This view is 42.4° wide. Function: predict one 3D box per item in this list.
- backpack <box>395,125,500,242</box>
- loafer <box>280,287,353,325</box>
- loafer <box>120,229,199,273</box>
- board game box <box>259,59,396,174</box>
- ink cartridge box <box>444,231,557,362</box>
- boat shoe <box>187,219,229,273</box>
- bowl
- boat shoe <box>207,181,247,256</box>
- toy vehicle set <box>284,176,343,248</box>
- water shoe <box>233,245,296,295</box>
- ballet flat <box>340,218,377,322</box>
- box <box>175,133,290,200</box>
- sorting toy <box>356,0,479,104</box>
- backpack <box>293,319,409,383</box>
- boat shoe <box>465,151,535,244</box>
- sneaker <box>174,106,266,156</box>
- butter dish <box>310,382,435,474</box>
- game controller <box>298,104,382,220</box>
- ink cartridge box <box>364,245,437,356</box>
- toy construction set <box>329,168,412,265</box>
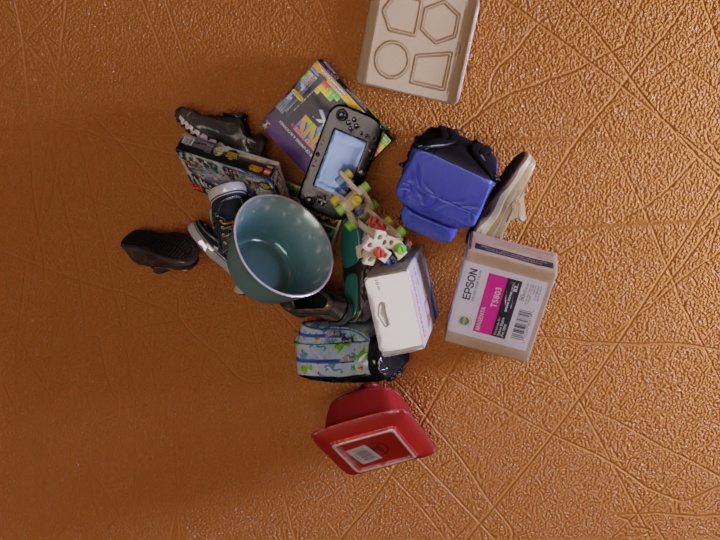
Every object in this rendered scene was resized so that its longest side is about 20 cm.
[{"bbox_3d":[0.143,-0.158,1.612,0.161,0.200,0.169,28,117,-1],"label":"backpack"},{"bbox_3d":[-0.096,0.052,1.739,0.198,0.063,0.073,11,77,47],"label":"loafer"},{"bbox_3d":[-0.381,-0.032,1.813,0.198,0.073,0.072,15,139,38],"label":"loafer"},{"bbox_3d":[-0.061,-0.257,1.707,0.200,0.057,0.165,46,108,-1],"label":"board game box"},{"bbox_3d":[0.251,0.050,1.676,0.162,0.075,0.202,13,121,4],"label":"ink cartridge box"},{"bbox_3d":[-0.245,-0.035,1.800,0.066,0.070,0.200,-44,92,11],"label":"boat shoe"},{"bbox_3d":[-0.157,-0.022,1.643,0.201,0.201,0.105,48,136,-2],"label":"bowl"},{"bbox_3d":[-0.233,-0.091,1.684,0.070,0.200,0.092,-14,79,-13],"label":"boat shoe"},{"bbox_3d":[-0.133,-0.106,1.776,0.197,0.027,0.126,22,107,7],"label":"toy vehicle set"},{"bbox_3d":[-0.150,-0.011,1.753,0.197,0.072,0.080,-18,88,0],"label":"water shoe"},{"bbox_3d":[0.000,0.000,1.747,0.071,0.072,0.204,-4,76,14],"label":"ballet flat"},{"bbox_3d":[-0.230,-0.171,1.701,0.197,0.137,0.040,18,66,17],"label":"box"},{"bbox_3d":[0.101,-0.407,1.648,0.197,0.036,0.188,16,106,13],"label":"sorting toy"},{"bbox_3d":[-0.029,0.152,1.759,0.198,0.163,0.156,-18,91,23],"label":"backpack"},{"bbox_3d":[0.267,-0.116,1.667,0.075,0.072,0.201,28,119,-4],"label":"boat shoe"},{"bbox_3d":[-0.256,-0.266,1.747,0.199,0.066,0.091,34,92,12],"label":"sneaker"},{"bbox_3d":[0.022,0.283,1.783,0.197,0.149,0.200,-18,140,15],"label":"butter dish"},{"bbox_3d":[-0.036,-0.193,1.667,0.103,0.042,0.202,24,109,4],"label":"game controller"},{"bbox_3d":[0.077,0.051,1.676,0.083,0.200,0.147,-11,102,15],"label":"ink cartridge box"},{"bbox_3d":[0.020,-0.079,1.611,0.091,0.201,0.132,-30,133,4],"label":"toy construction set"}]
